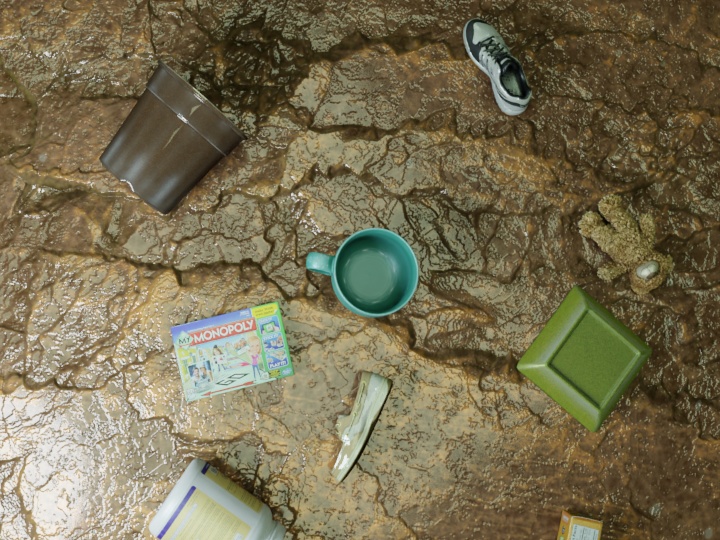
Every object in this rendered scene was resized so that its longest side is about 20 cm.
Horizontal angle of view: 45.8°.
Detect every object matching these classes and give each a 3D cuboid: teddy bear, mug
[{"bbox_3d":[0.503,-0.048,1.607,0.143,0.067,0.203,-24,88,-6],"label":"teddy bear"},{"bbox_3d":[0.010,-0.004,1.521,0.185,0.114,0.152,43,82,-1],"label":"mug"}]

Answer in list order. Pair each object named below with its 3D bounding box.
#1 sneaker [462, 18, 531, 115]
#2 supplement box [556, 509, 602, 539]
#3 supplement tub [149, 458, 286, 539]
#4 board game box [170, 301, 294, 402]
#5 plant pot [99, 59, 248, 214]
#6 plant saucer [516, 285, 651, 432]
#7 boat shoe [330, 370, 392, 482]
[{"bbox_3d":[0.265,-0.394,1.597,0.075,0.088,0.202,-31,88,-6],"label":"sneaker"},{"bbox_3d":[0.384,0.545,1.545,0.068,0.067,0.203,15,83,-2],"label":"supplement box"},{"bbox_3d":[-0.239,0.432,1.440,0.199,0.145,0.146,36,82,-2],"label":"supplement tub"},{"bbox_3d":[-0.228,0.144,1.524,0.197,0.029,0.137,-14,88,-8],"label":"board game box"},{"bbox_3d":[-0.330,-0.219,1.470,0.200,0.200,0.199,40,91,-2],"label":"plant pot"},{"bbox_3d":[0.428,0.165,1.590,0.199,0.048,0.201,39,82,-3],"label":"plant saucer"},{"bbox_3d":[-0.010,0.276,1.523,0.066,0.074,0.202,25,81,9],"label":"boat shoe"}]
